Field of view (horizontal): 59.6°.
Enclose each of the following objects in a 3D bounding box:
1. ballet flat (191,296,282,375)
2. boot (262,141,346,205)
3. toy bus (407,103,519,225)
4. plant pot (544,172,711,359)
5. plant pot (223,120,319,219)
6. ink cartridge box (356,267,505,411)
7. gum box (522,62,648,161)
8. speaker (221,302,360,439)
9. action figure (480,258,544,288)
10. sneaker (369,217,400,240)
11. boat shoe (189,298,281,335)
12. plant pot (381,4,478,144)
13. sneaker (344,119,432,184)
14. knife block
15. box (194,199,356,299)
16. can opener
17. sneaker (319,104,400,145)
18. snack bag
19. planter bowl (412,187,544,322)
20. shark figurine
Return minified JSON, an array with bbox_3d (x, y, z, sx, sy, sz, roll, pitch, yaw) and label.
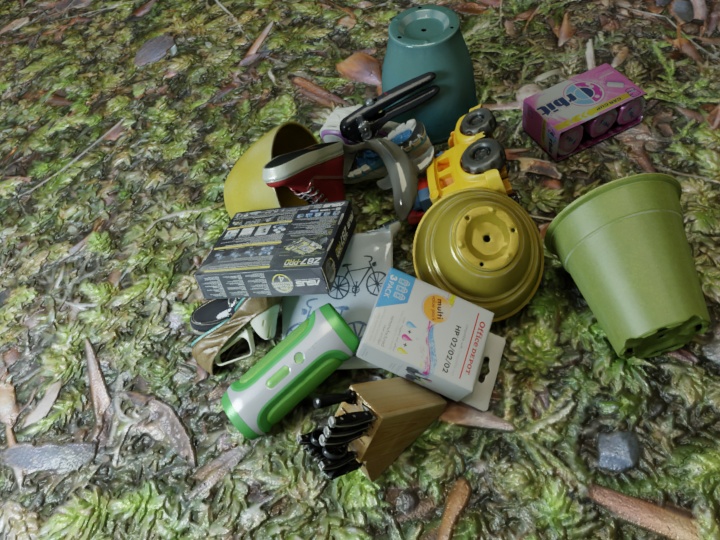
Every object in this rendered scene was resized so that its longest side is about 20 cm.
[{"bbox_3d":[-0.170,0.087,0.933,0.199,0.068,0.073,-40,76,14],"label":"ballet flat"},{"bbox_3d":[-0.076,-0.115,0.984,0.071,0.149,0.199,1,17,28],"label":"boot"},{"bbox_3d":[0.159,-0.155,1.061,0.187,0.137,0.204,-17,46,18],"label":"toy bus"},{"bbox_3d":[0.373,0.008,0.852,0.194,0.201,0.195,-12,61,1],"label":"plant pot"},{"bbox_3d":[-0.148,-0.132,1.070,0.138,0.201,0.204,-11,47,27],"label":"plant pot"},{"bbox_3d":[0.105,0.094,0.847,0.195,0.068,0.118,23,66,0],"label":"ink cartridge box"},{"bbox_3d":[0.408,-0.292,1.144,0.196,0.067,0.115,-25,50,-9],"label":"gum box"},{"bbox_3d":[-0.095,0.138,0.870,0.199,0.089,0.089,-41,53,-2],"label":"speaker"},{"bbox_3d":[0.178,0.003,0.961,0.194,0.070,0.133,-12,57,7],"label":"action figure"},{"bbox_3d":[0.000,0.000,0.993,0.072,0.072,0.201,43,79,-2],"label":"sneaker"},{"bbox_3d":[-0.186,0.040,1.005,0.195,0.064,0.074,-20,50,-4],"label":"boat shoe"},{"bbox_3d":[0.125,-0.380,1.193,0.193,0.190,0.204,-5,51,7],"label":"plant pot"},{"bbox_3d":[0.046,-0.192,1.141,0.196,0.086,0.077,-16,53,30],"label":"sneaker"},{"bbox_3d":[0.017,0.176,0.782,0.199,0.178,0.064,-39,55,-20],"label":"knife block"},{"bbox_3d":[-0.116,-0.032,0.897,0.194,0.050,0.163,-4,35,19],"label":"box"},{"bbox_3d":[0.049,-0.291,1.109,0.196,0.064,0.080,-29,49,8],"label":"can opener"},{"bbox_3d":[0.020,-0.280,1.204,0.194,0.076,0.102,12,61,20],"label":"sneaker"},{"bbox_3d":[-0.037,0.043,0.932,0.183,0.021,0.207,-5,81,16],"label":"snack bag"},{"bbox_3d":[0.172,-0.034,0.888,0.194,0.084,0.207,0,76,2],"label":"planter bowl"},{"bbox_3d":[0.031,-0.193,1.039,0.214,0.089,0.129,41,96,37],"label":"shark figurine"}]
